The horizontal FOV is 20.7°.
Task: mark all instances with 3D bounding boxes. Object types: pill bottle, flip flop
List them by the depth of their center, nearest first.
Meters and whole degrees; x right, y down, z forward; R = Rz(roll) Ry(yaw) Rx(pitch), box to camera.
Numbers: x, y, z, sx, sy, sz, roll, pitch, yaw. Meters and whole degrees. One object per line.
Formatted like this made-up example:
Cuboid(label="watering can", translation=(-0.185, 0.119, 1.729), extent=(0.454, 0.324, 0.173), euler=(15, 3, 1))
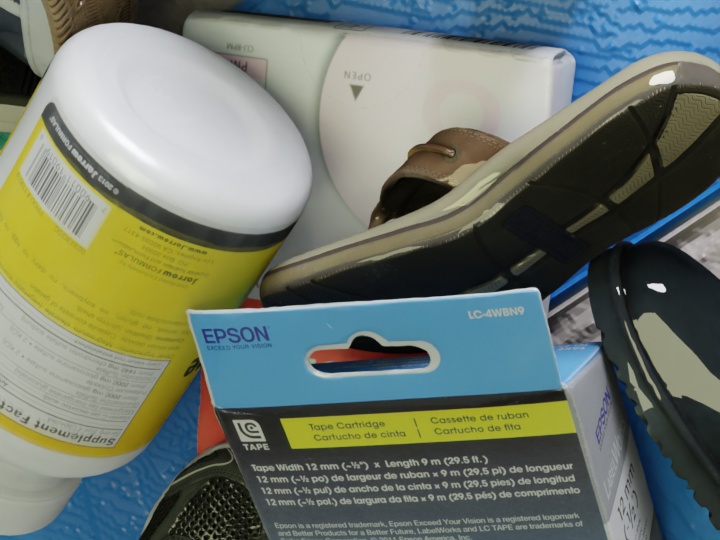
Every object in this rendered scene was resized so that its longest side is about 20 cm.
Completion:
Cuboid(label="flip flop", translation=(0.050, -0.029, 0.739), extent=(0.199, 0.081, 0.058), euler=(-33, 49, 25))
Cuboid(label="pill bottle", translation=(-0.111, 0.010, 0.788), extent=(0.112, 0.112, 0.200), euler=(41, 120, 10))

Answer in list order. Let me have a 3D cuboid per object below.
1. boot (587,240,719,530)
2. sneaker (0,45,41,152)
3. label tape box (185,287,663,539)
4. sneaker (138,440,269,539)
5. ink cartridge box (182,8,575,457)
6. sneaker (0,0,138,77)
Cuboid(label="boot", translation=(0.200, 0.043, 0.732), extent=(0.168, 0.076, 0.201), euler=(-32, 91, 25))
Cuboid(label="sneaker", translation=(-0.199, -0.049, 0.825), extent=(0.121, 0.199, 0.084), euler=(-57, 42, 28))
Cuboid(label="label tape box", translation=(0.033, 0.077, 0.770), extent=(0.142, 0.066, 0.201), euler=(-5, 122, 23))
Cuboid(label="sneaker", translation=(-0.094, 0.170, 0.864), extent=(0.080, 0.086, 0.201), euler=(33, 110, 10))
Cuboid(label="ink cartridge box", translation=(0.000, 0.000, 0.819), extent=(0.161, 0.057, 0.202), euler=(9, 98, 19))
Cuboid(label="sneaker", translation=(-0.143, -0.148, 0.740), extent=(0.108, 0.200, 0.070), euler=(31, 65, 10))
